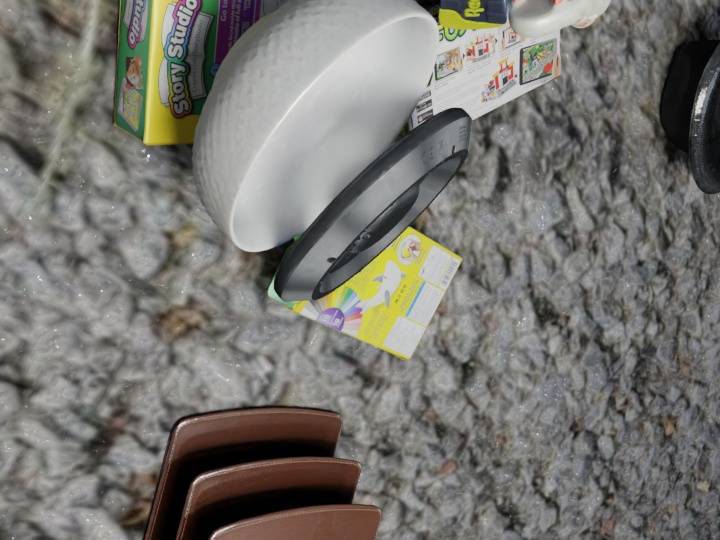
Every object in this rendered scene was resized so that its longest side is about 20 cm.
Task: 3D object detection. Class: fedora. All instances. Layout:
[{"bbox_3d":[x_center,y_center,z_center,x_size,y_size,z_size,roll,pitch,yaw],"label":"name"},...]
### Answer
[{"bbox_3d":[0.409,-0.195,1.078,0.198,0.091,0.204,-19,122,-33],"label":"fedora"}]

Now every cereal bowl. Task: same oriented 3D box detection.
[{"bbox_3d":[-0.041,-0.115,0.629,0.200,0.083,0.201,-43,165,-14],"label":"cereal bowl"}]

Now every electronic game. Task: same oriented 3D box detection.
[{"bbox_3d":[0.011,-0.048,0.707,0.199,0.042,0.200,-42,172,-7],"label":"electronic game"}]

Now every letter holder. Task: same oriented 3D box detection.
[{"bbox_3d":[-0.078,0.211,0.849,0.197,0.100,0.145,6,105,-42],"label":"letter holder"}]

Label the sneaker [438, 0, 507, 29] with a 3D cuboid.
[{"bbox_3d":[0.089,-0.261,0.705,0.072,0.200,0.084,5,78,0],"label":"sneaker"}]

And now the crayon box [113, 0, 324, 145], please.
[{"bbox_3d":[-0.085,-0.198,0.672,0.170,0.058,0.204,-7,116,-37],"label":"crayon box"}]

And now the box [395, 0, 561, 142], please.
[{"bbox_3d":[0.106,-0.201,0.852,0.198,0.035,0.112,-29,127,-27],"label":"box"}]

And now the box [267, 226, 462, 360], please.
[{"bbox_3d":[0.000,0.000,0.851,0.199,0.048,0.119,27,92,-47],"label":"box"}]

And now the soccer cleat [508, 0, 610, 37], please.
[{"bbox_3d":[0.188,-0.243,0.818,0.200,0.068,0.079,-50,143,-40],"label":"soccer cleat"}]
